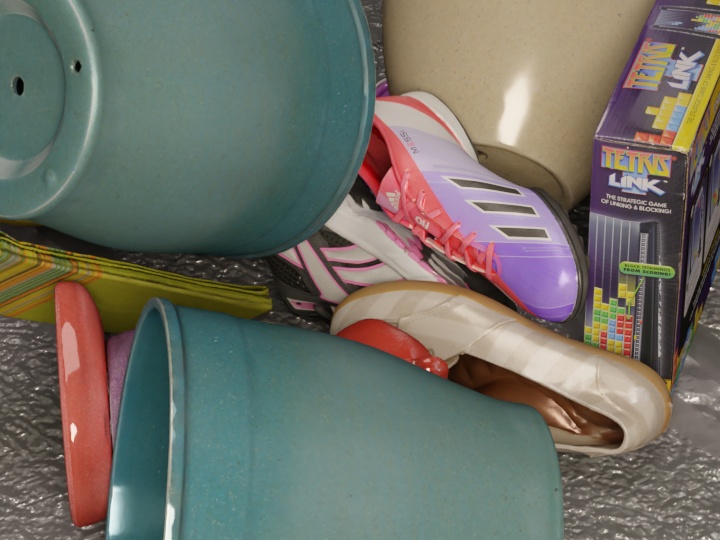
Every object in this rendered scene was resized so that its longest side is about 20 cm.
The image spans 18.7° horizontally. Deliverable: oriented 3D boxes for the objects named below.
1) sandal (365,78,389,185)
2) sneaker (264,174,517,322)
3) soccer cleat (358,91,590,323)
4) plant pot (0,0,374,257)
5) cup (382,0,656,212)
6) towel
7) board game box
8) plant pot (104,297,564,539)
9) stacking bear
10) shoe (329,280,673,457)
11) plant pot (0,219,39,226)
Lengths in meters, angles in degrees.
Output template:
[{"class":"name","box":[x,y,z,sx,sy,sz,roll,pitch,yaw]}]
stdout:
[{"class":"sandal","box":[-0.004,-0.078,1.406,0.082,0.050,0.203,7,37,19]},{"class":"sneaker","box":[0.000,0.000,1.279,0.200,0.087,0.080,38,22,22]},{"class":"soccer cleat","box":[0.052,-0.033,1.225,0.073,0.068,0.200,-9,40,-33]},{"class":"plant pot","box":[-0.126,-0.099,1.185,0.199,0.201,0.188,23,19,34]},{"class":"cup","box":[0.096,-0.114,1.353,0.199,0.201,0.144,8,64,17]},{"class":"towel","box":[-0.147,0.011,1.188,0.086,0.018,0.199,-20,-23,41]},{"class":"board game box","box":[0.176,-0.052,1.250,0.056,0.166,0.200,9,35,17]},{"class":"plant pot","box":[-0.013,0.120,1.007,0.187,0.201,0.200,5,32,-13]},{"class":"stacking bear","box":[-0.054,0.071,1.144,0.199,0.122,0.114,-4,44,-6]},{"class":"shoe","box":[0.068,0.056,1.185,0.199,0.070,0.053,15,31,22]},{"class":"plant pot","box":[-0.207,-0.113,1.383,0.199,0.200,0.143,-7,61,-5]}]
